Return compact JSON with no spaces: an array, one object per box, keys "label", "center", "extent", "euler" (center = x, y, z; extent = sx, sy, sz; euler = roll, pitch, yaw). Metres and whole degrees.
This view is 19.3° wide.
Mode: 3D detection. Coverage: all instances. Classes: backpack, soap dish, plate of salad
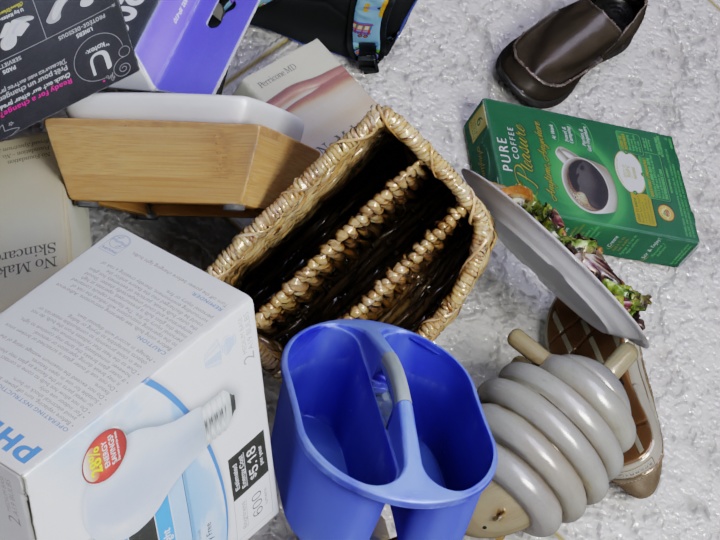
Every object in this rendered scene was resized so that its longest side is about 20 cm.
[{"label":"backpack","center":[-0.021,-0.287,1.771],"extent":[0.181,0.200,0.135],"euler":[16,50,-17]},{"label":"soap dish","center":[-0.125,-0.080,1.549],"extent":[0.156,0.200,0.082],"euler":[2,88,11]},{"label":"plate of salad","center":[0.157,-0.016,1.642],"extent":[0.200,0.200,0.048],"euler":[44,87,6]}]

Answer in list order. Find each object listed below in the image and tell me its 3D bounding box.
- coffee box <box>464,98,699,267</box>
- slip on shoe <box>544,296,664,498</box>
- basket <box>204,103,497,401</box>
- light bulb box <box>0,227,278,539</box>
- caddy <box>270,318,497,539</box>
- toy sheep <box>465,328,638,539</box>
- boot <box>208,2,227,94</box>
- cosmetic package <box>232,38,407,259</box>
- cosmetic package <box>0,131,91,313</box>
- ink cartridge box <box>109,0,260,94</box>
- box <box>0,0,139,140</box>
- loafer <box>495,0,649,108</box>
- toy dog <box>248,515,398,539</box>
[{"label":"coffee box","center":[0.191,-0.076,1.840],"extent":[0.199,0.044,0.124],"euler":[8,53,-25]},{"label":"slip on shoe","center":[0.202,0.094,1.713],"extent":[0.061,0.076,0.201],"euler":[57,12,-47]},{"label":"basket","center":[0.000,0.000,1.544],"extent":[0.200,0.149,0.143],"euler":[-43,82,2]},{"label":"light bulb box","center":[-0.169,0.119,1.350],"extent":[0.124,0.199,0.200],"euler":[25,49,32]},{"label":"caddy","center":[0.014,0.110,1.453],"extent":[0.140,0.106,0.200],"euler":[6,33,-17]},{"label":"toy sheep","center":[0.139,0.123,1.601],"extent":[0.138,0.138,0.200],"euler":[42,78,5]},{"label":"boot","center":[-0.179,-0.186,1.654],"extent":[0.153,0.074,0.204],"euler":[16,16,-14]},{"label":"cosmetic package","center":[-0.015,-0.074,1.692],"extent":[0.200,0.087,0.103],"euler":[46,48,9]},{"label":"cosmetic package","center":[-0.242,0.009,1.485],"extent":[0.103,0.073,0.201],"euler":[-13,56,4]},{"label":"ink cartridge box","center":[-0.172,-0.218,1.590],"extent":[0.199,0.044,0.199],"euler":[8,50,16]},{"label":"box","center":[-0.261,-0.200,1.485],"extent":[0.132,0.115,0.200],"euler":[-29,46,-14]},{"label":"loafer","center":[0.195,-0.216,1.928],"extent":[0.073,0.071,0.200],"euler":[44,47,7]},{"label":"toy dog","center":[-0.041,0.211,1.457],"extent":[0.199,0.096,0.132],"euler":[-21,68,-39]}]
